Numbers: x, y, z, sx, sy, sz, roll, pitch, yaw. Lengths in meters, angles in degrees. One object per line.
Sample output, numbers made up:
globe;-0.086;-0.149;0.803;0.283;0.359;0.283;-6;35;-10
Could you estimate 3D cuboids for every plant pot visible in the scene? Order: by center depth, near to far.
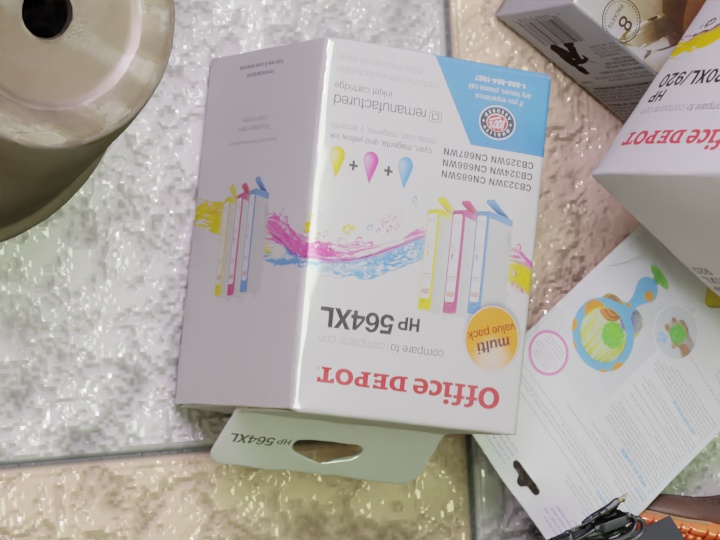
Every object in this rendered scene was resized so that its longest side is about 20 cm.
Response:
plant pot;-0.169;-0.105;1.302;0.200;0.173;0.200;0;90;-29

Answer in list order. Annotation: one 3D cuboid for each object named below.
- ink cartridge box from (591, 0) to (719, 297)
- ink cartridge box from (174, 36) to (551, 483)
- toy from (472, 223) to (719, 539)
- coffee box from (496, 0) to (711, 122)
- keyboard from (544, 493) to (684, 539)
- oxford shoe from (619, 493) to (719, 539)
ink cartridge box;0.246;-0.081;1.453;0.145;0.147;0.200;40;74;-22
ink cartridge box;0.000;0.000;1.419;0.128;0.125;0.200;7;85;-29
toy;0.137;0.051;1.538;0.200;0.047;0.115;-41;105;-21
coffee box;0.186;-0.123;1.550;0.200;0.080;0.113;37;73;-23
keyboard;0.079;0.172;1.469;0.200;0.127;0.021;-23;57;-25
oxford shoe;0.212;0.141;1.579;0.200;0.071;0.073;13;50;-21
